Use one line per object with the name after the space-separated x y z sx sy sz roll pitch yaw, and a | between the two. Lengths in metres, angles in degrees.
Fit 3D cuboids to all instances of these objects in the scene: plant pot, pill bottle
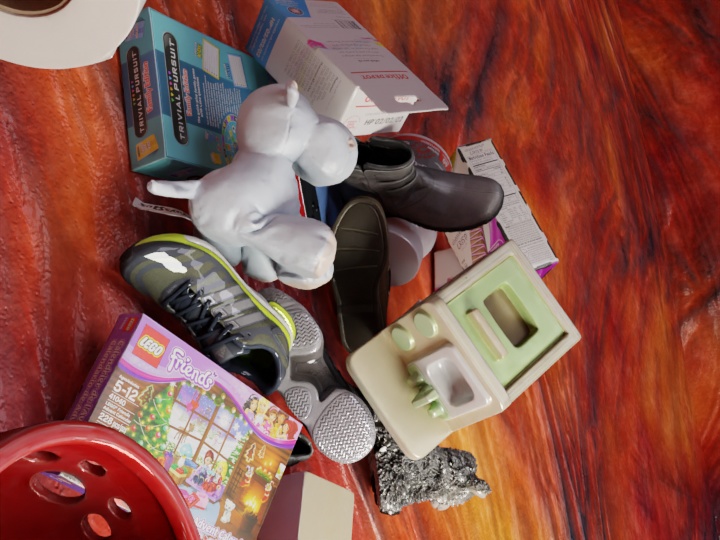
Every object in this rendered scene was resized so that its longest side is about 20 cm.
-0.212 0.196 0.493 0.200 0.182 0.201 33 49 -48 | plant pot
0.050 -0.079 1.144 0.116 0.116 0.200 55 34 -30 | pill bottle

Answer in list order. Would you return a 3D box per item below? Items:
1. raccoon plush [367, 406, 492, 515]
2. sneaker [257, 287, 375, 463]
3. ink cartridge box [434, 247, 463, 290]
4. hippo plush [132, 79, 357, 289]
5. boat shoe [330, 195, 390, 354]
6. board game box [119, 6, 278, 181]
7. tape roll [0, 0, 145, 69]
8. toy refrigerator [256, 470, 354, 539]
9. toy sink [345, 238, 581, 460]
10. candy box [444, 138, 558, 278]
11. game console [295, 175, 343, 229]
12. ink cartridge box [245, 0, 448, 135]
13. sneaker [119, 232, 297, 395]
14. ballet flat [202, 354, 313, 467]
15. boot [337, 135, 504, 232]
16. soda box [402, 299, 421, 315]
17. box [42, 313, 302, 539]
0.080 0.202 0.983 0.200 0.133 0.097 91 -10 -47 | raccoon plush
-0.052 0.114 0.925 0.200 0.075 0.114 56 -3 13 | sneaker
0.167 0.039 1.320 0.115 0.068 0.201 37 47 -46 | ink cartridge box
-0.093 -0.088 0.832 0.200 0.159 0.161 26 74 -19 | hippo plush
0.000 0.000 1.034 0.068 0.072 0.201 -69 164 -63 | boat shoe
-0.154 -0.160 0.905 0.200 0.047 0.152 10 68 -58 | board game box
-0.241 -0.273 0.657 0.203 0.202 0.139 48 39 -38 | tape roll
-0.061 0.299 0.821 0.076 0.070 0.201 34 47 -39 | toy refrigerator
0.107 0.079 0.902 0.200 0.112 0.131 -33 86 -34 | toy sink
0.176 -0.060 1.215 0.061 0.136 0.200 -16 69 -23 | candy box
-0.045 -0.123 1.013 0.200 0.031 0.177 -70 160 -55 | game console
-0.015 -0.206 0.942 0.115 0.068 0.200 -15 55 -47 | ink cartridge box
-0.130 0.040 0.789 0.200 0.074 0.081 37 25 -33 | sneaker
-0.116 0.125 0.819 0.200 0.057 0.067 45 43 -41 | ballet flat
0.061 -0.099 0.987 0.132 0.199 0.070 69 23 -69 | boot
0.070 0.093 1.058 0.068 0.064 0.200 47 8 -2 | soda box
-0.146 0.144 0.727 0.200 0.039 0.137 42 58 -37 | box
